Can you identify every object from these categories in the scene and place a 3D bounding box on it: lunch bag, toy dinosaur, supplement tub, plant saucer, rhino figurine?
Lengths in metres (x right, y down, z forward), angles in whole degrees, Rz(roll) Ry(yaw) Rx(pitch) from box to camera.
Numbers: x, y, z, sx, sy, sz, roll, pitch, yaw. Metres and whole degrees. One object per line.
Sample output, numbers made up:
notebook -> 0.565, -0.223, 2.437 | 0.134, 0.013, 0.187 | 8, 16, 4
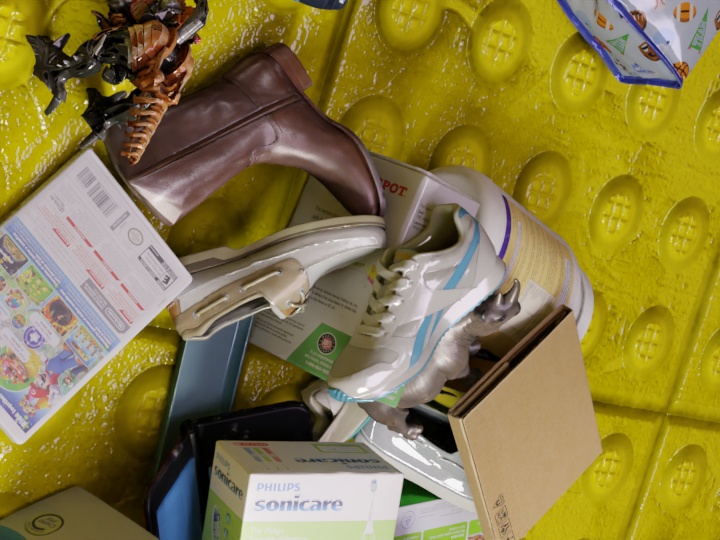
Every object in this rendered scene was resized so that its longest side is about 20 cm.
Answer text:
lunch bag -> 0.281, -0.306, 1.746 | 0.200, 0.124, 0.170 | 46, 73, -28
toy dinosaur -> -0.176, -0.164, 1.361 | 0.102, 0.135, 0.200 | 58, 23, -23
supplement tub -> 0.121, 0.004, 1.696 | 0.200, 0.145, 0.146 | 35, 82, -44
plant saucer -> -0.148, 0.127, 1.586 | 0.070, 0.019, 0.201 | 6, 101, -43
rhino figurine -> 0.075, 0.074, 1.604 | 0.087, 0.060, 0.200 | 21, 124, -43

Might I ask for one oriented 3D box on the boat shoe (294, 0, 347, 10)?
boat shoe -> -0.005, -0.320, 1.510 | 0.068, 0.084, 0.201 | 20, 106, -26

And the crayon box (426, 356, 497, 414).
crayon box -> 0.126, 0.130, 1.753 | 0.200, 0.127, 0.051 | 37, 72, -46

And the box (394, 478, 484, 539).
box -> 0.049, 0.292, 1.772 | 0.199, 0.096, 0.178 | -6, 110, -41

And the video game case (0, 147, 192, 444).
video game case -> -0.248, 0.020, 1.423 | 0.200, 0.018, 0.143 | -45, 112, -21

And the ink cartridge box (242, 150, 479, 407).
ink cartridge box -> 0.000, 0.000, 1.583 | 0.084, 0.145, 0.201 | 23, 90, -44

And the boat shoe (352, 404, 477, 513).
boat shoe -> 0.092, 0.176, 1.713 | 0.200, 0.070, 0.072 | 24, 126, -17

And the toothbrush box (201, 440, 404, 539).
toothbrush box -> -0.057, 0.253, 1.511 | 0.145, 0.086, 0.201 | 3, 104, -27

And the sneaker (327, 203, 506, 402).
sneaker -> 0.035, 0.029, 1.480 | 0.200, 0.076, 0.081 | -47, 121, -25

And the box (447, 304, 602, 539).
box -> 0.160, 0.154, 1.673 | 0.163, 0.021, 0.201 | -42, 135, -26

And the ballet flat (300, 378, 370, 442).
ballet flat -> -0.042, 0.147, 1.662 | 0.200, 0.069, 0.069 | -54, 133, -13

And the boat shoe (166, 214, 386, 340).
boat shoe -> -0.069, 0.007, 1.506 | 0.075, 0.199, 0.069 | 45, 30, -72

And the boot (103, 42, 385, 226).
boot -> -0.098, -0.077, 1.478 | 0.200, 0.064, 0.187 | -33, 84, -32

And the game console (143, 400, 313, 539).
game console -> -0.107, 0.238, 1.562 | 0.171, 0.119, 0.201 | -10, 116, -13

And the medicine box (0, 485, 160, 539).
medicine box -> -0.215, 0.312, 1.479 | 0.103, 0.182, 0.201 | -22, 120, -35
